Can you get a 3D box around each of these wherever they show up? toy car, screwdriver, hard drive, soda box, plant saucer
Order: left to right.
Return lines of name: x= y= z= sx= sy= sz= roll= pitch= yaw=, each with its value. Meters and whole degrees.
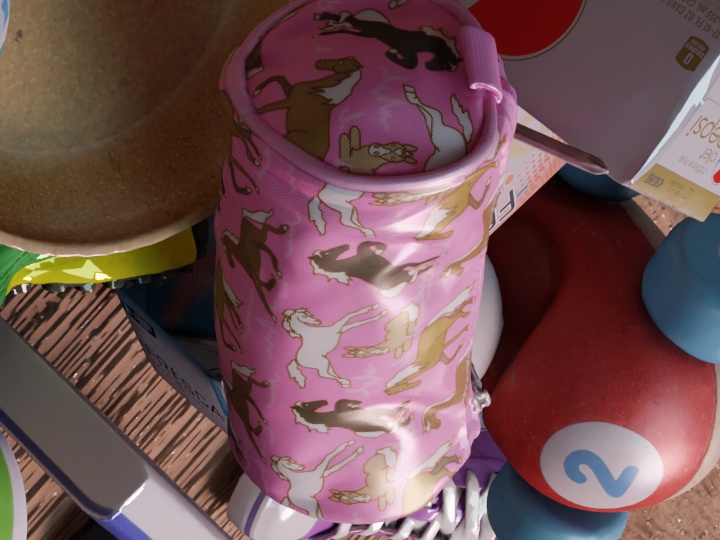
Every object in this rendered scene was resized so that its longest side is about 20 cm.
plant saucer: x=-0.082 y=-0.105 z=0.668 sx=0.200 sy=0.035 sz=0.201 roll=-14 pitch=111 yaw=-40
hard drive: x=-0.089 y=0.076 z=0.825 sx=0.025 sy=0.132 sz=0.200 roll=-46 pitch=151 yaw=-7
soda box: x=0.004 y=-0.027 z=0.853 sx=0.200 sy=0.064 sz=0.068 roll=-44 pitch=153 yaw=-15
screwdriver: x=0.006 y=-0.061 z=0.733 sx=0.028 sy=0.200 sz=0.029 roll=24 pitch=98 yaw=-48
toy car: x=0.040 y=0.029 z=0.939 sx=0.200 sy=0.177 sz=0.184 roll=-7 pitch=143 yaw=-35
soda box: x=0.047 y=-0.100 z=0.739 sx=0.064 sy=0.200 sz=0.068 roll=-56 pitch=151 yaw=11

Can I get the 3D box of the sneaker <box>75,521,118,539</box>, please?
sneaker: x=-0.078 y=0.179 z=1.009 sx=0.074 sy=0.088 sz=0.200 roll=-38 pitch=150 yaw=-20

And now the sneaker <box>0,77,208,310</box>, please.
sneaker: x=-0.128 y=-0.035 z=0.720 sx=0.200 sy=0.078 sz=0.085 roll=-18 pitch=123 yaw=-49

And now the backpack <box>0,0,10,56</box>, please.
backpack: x=-0.174 y=-0.069 z=0.481 sx=0.163 sy=0.200 sz=0.154 roll=-65 pitch=178 yaw=25

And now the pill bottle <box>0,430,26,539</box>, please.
pill bottle: x=-0.200 y=0.068 z=0.683 sx=0.111 sy=0.111 sz=0.200 roll=-52 pitch=151 yaw=4

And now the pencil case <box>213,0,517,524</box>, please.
pencil case: x=0.000 y=0.000 z=0.711 sx=0.086 sy=0.083 sz=0.200 roll=-37 pitch=152 yaw=-25

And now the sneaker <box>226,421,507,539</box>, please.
sneaker: x=0.037 y=0.104 z=1.060 sx=0.200 sy=0.114 sz=0.073 roll=-16 pitch=138 yaw=-44
